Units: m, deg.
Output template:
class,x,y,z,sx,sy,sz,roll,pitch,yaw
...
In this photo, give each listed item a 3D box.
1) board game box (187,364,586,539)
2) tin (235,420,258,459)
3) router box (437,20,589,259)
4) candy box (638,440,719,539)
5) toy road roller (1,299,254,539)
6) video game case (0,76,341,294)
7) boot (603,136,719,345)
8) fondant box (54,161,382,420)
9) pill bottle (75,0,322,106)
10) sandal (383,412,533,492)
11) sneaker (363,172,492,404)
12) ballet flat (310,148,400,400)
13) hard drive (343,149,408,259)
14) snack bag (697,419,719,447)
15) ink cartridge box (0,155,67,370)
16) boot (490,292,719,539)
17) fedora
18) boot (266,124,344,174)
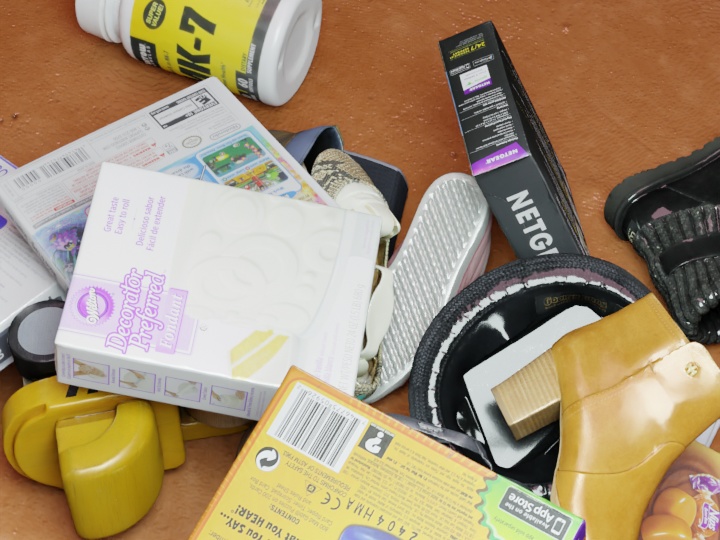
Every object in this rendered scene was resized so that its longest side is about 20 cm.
class,x,y,z,sx,sy,sz,roll,pitch,yaw
board game box,0.006,0.217,1.035,0.199,0.200,0.201,27,73,17
tin,-0.023,0.180,1.212,0.111,0.042,0.201,-19,53,-13
router box,0.128,-0.075,1.334,0.051,0.200,0.150,-21,48,12
candy box,0.275,0.207,1.179,0.199,0.057,0.117,28,52,8
toy road roller,-0.156,0.105,1.209,0.198,0.123,0.147,-10,50,-7
video game case,-0.143,-0.048,1.243,0.199,0.024,0.182,-28,54,-22
boot,0.320,-0.032,1.385,0.210,0.080,0.158,-24,47,-10
fondant box,-0.094,0.018,1.143,0.198,0.058,0.145,10,60,-2
pill bottle,-0.144,-0.229,1.505,0.199,0.115,0.115,19,50,13
sandal,0.029,0.115,1.148,0.199,0.076,0.043,19,78,31
sneaker,0.044,0.024,1.337,0.075,0.105,0.201,30,83,13
ballet flat,0.000,0.000,1.257,0.067,0.075,0.202,9,74,-31
hard drive,-0.066,-0.055,1.407,0.198,0.043,0.136,11,49,5
snack bag,0.153,0.132,1.274,0.199,0.021,0.189,23,51,15
ink cartridge box,-0.306,0.008,1.289,0.200,0.044,0.198,-39,44,-20
boot,0.188,0.124,1.117,0.143,0.071,0.202,-27,70,3
fedora,0.134,0.088,1.219,0.199,0.092,0.203,-1,78,5
boot,-0.083,-0.056,1.291,0.096,0.075,0.201,-14,30,27
